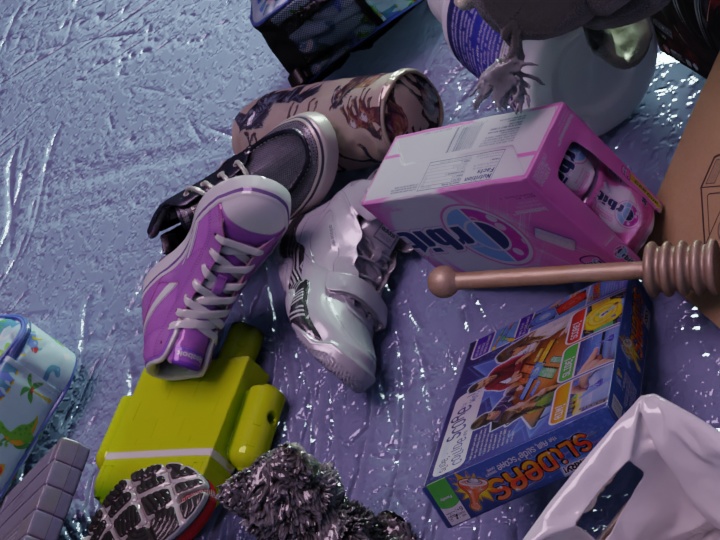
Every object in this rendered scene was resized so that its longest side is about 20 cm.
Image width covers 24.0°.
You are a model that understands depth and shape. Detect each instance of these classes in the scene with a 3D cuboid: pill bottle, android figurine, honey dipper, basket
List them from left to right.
[{"bbox_3d":[-0.144,0.135,1.368,0.181,0.041,0.201,-9,50,37],"label":"android figurine"},{"bbox_3d":[0.133,-0.195,1.328,0.120,0.120,0.200,-45,39,3],"label":"pill bottle"},{"bbox_3d":[0.139,0.001,1.129,0.198,0.038,0.038,-2,55,20],"label":"honey dipper"},{"bbox_3d":[0.206,0.185,0.941,0.136,0.123,0.200,-49,38,-2],"label":"basket"}]

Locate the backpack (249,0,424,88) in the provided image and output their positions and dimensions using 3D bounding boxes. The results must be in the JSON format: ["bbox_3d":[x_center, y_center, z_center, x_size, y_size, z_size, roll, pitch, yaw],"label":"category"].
[{"bbox_3d":[-0.011,-0.287,1.502,0.199,0.147,0.183,-30,30,14],"label":"backpack"}]

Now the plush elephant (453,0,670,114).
[{"bbox_3d":[0.135,-0.212,1.150,0.155,0.164,0.201,-58,-9,-66],"label":"plush elephant"}]

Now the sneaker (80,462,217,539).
[{"bbox_3d":[-0.168,0.222,1.280,0.200,0.085,0.077,-45,41,21],"label":"sneaker"}]

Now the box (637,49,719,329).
[{"bbox_3d":[0.265,-0.034,1.093,0.200,0.021,0.164,50,125,51],"label":"box"}]

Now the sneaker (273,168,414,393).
[{"bbox_3d":[0.000,0.000,1.322,0.115,0.075,0.200,-39,36,14],"label":"sneaker"}]

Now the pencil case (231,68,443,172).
[{"bbox_3d":[-0.021,-0.117,1.432,0.199,0.090,0.078,-4,44,44],"label":"pencil case"}]

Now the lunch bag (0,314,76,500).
[{"bbox_3d":[-0.352,0.137,1.517,0.160,0.082,0.201,3,58,59],"label":"lunch bag"}]

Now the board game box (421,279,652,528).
[{"bbox_3d":[0.120,0.079,1.111,0.135,0.035,0.200,-27,16,24],"label":"board game box"}]

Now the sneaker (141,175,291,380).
[{"bbox_3d":[-0.114,0.018,1.340,0.201,0.072,0.115,-49,30,43],"label":"sneaker"}]

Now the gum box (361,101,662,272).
[{"bbox_3d":[0.108,-0.049,1.202,0.199,0.113,0.066,-6,51,55],"label":"gum box"}]

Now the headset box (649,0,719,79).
[{"bbox_3d":[0.251,-0.224,1.173,0.075,0.201,0.149,-34,39,-9],"label":"headset box"}]

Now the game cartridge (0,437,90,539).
[{"bbox_3d":[-0.273,0.222,1.358,0.200,0.038,0.130,-40,33,58],"label":"game cartridge"}]

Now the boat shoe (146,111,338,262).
[{"bbox_3d":[-0.101,-0.060,1.403,0.200,0.092,0.075,-43,70,47],"label":"boat shoe"}]

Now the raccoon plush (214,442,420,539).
[{"bbox_3d":[-0.015,0.199,1.122,0.097,0.134,0.200,-42,39,4],"label":"raccoon plush"}]
